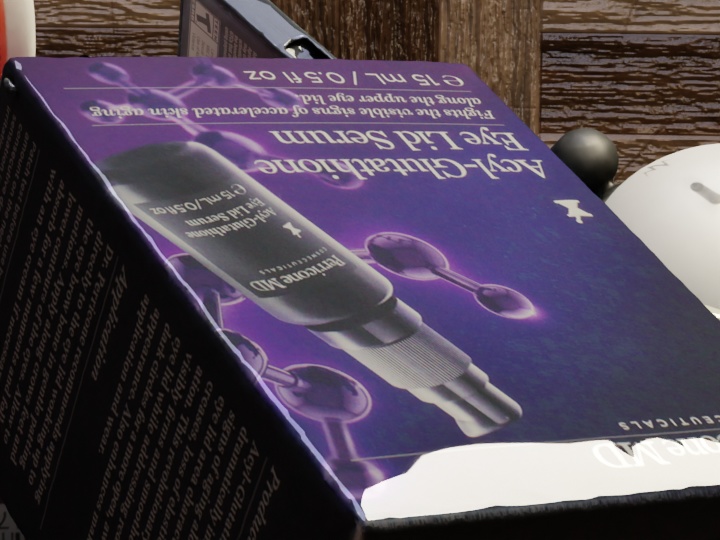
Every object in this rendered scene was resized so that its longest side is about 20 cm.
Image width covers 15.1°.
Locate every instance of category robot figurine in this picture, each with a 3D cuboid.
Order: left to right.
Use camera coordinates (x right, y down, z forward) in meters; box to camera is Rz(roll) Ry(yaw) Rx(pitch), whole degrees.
[{"bbox_3d":[0.131,0.025,1.072,0.150,0.125,0.200,11,-19,-7],"label":"robot figurine"}]

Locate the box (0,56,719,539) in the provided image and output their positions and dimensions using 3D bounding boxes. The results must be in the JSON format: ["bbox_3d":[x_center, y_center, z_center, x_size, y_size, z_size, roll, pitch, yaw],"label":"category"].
[{"bbox_3d":[0.002,0.039,0.673,0.148,0.104,0.200,-3,35,-34],"label":"box"}]

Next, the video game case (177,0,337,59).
[{"bbox_3d":[0.000,0.000,0.945,0.019,0.143,0.200,-28,55,-31],"label":"video game case"}]

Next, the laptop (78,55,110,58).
[{"bbox_3d":[-0.105,-0.033,1.236,0.200,0.104,0.177,-7,17,-26],"label":"laptop"}]

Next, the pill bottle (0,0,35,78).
[{"bbox_3d":[-0.223,-0.087,0.938,0.200,0.112,0.112,-12,9,-22],"label":"pill bottle"}]

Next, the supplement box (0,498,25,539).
[{"bbox_3d":[-0.086,0.071,0.863,0.110,0.086,0.200,0,4,-4],"label":"supplement box"}]

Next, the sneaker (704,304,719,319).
[{"bbox_3d":[0.132,0.059,0.912,0.200,0.077,0.111,19,-2,-27],"label":"sneaker"}]
